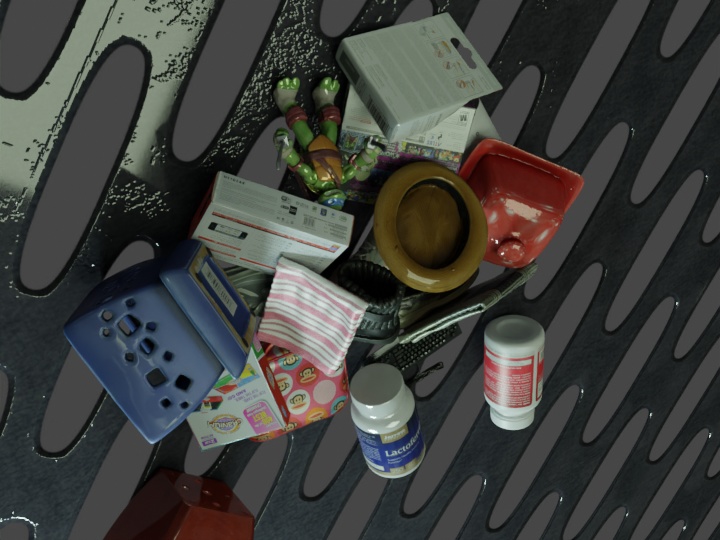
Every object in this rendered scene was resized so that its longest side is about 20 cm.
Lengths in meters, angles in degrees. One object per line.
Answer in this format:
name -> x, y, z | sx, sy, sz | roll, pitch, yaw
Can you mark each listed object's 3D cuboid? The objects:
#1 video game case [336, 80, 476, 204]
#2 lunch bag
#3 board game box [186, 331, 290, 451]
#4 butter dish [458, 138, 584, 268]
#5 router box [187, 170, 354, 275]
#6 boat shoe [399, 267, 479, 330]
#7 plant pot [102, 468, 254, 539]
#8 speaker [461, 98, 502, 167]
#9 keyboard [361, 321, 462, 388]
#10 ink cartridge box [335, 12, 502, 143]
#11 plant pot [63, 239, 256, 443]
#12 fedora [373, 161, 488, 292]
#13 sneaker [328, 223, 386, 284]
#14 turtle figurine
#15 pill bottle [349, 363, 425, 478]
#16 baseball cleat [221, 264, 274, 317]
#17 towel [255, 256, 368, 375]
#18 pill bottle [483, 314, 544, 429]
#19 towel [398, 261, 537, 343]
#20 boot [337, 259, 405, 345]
video game case -> 0.059, -0.185, 1.342 | 0.197, 0.036, 0.183 | 9, 116, -9
lunch bag -> -0.120, 0.173, 1.444 | 0.198, 0.082, 0.178 | -17, 120, -19
board game box -> -0.214, 0.169, 1.351 | 0.151, 0.040, 0.202 | -17, 110, 11
butter dish -> 0.234, -0.075, 1.386 | 0.197, 0.149, 0.201 | 20, 132, -15
router box -> -0.134, -0.054, 1.242 | 0.198, 0.179, 0.049 | 17, 65, -18
boat shoe -> 0.116, 0.028, 1.503 | 0.200, 0.072, 0.066 | -33, 117, -12
plant pot -> -0.286, 0.442, 1.433 | 0.199, 0.199, 0.178 | 23, 92, -35
speaker -> 0.200, -0.188, 1.436 | 0.081, 0.081, 0.200 | -41, 126, -4
keyboard -> 0.101, 0.160, 1.596 | 0.199, 0.021, 0.128 | -33, 125, -9
ink cartridge box -> 0.086, -0.287, 1.287 | 0.199, 0.163, 0.057 | -21, 160, -32
plant pot -> -0.256, 0.079, 1.198 | 0.179, 0.200, 0.201 | -32, 104, 8
fedora -> 0.095, -0.060, 1.316 | 0.198, 0.082, 0.203 | 5, 74, -20
sneaker -> 0.000, 0.000, 1.430 | 0.091, 0.076, 0.202 | 11, 108, -27
turtle figurine -> -0.047, -0.193, 1.216 | 0.142, 0.196, 0.200 | -19, 156, 4
pill bottle -> 0.045, 0.263, 1.543 | 0.115, 0.116, 0.201 | -28, 133, -13
baseball cleat -> -0.190, 0.036, 1.345 | 0.198, 0.070, 0.108 | -18, 121, -19
towel -> -0.077, 0.074, 1.307 | 0.145, 0.030, 0.201 | 26, 141, 2
pill bottle -> 0.289, 0.196, 1.658 | 0.111, 0.112, 0.202 | -15, 120, -21
towel -> 0.180, 0.059, 1.459 | 0.192, 0.199, 0.035 | -31, 93, -48
boot -> -0.034, 0.046, 1.335 | 0.208, 0.080, 0.158 | 2, 154, 5
